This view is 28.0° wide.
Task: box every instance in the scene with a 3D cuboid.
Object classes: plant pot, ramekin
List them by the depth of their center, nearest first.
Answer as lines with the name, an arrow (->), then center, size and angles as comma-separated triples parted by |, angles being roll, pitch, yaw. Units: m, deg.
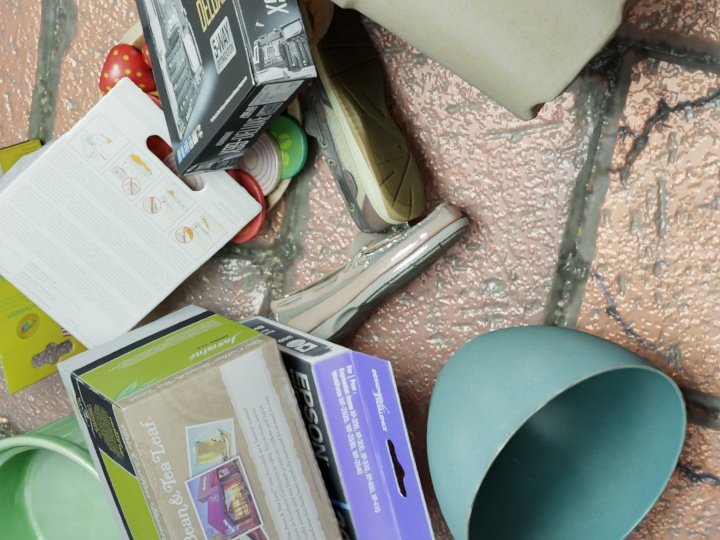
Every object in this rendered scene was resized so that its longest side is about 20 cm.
plant pot -> 0.088, -0.209, 0.969 | 0.183, 0.201, 0.201 | 40, 116, -4
plant pot -> 0.127, 0.120, 1.097 | 0.135, 0.199, 0.201 | 45, 122, 45
ramekin -> -0.264, 0.231, 1.322 | 0.198, 0.098, 0.202 | 6, 106, 21

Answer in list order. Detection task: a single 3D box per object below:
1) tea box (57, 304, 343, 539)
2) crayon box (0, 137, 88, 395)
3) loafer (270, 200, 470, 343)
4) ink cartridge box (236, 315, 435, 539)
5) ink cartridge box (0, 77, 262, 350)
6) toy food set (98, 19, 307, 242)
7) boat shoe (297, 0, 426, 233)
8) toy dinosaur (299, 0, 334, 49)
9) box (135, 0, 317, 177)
tea box -> -0.128, 0.153, 1.151 | 0.196, 0.133, 0.202 | 17, 128, 63
crayon box -> -0.309, -0.003, 1.260 | 0.050, 0.127, 0.202 | -11, 99, 35
loafer -> 0.000, 0.000, 1.170 | 0.200, 0.072, 0.063 | -41, 79, 29
ink cartridge box -> -0.023, 0.146, 1.158 | 0.199, 0.043, 0.200 | 14, 124, 55
ink cartridge box -> -0.205, -0.047, 1.187 | 0.200, 0.050, 0.162 | -41, 113, 13
toy food set -> -0.135, -0.121, 1.202 | 0.198, 0.049, 0.200 | -1, 104, 22
boat shoe -> -0.015, -0.124, 1.133 | 0.065, 0.073, 0.202 | -27, 78, 39
toy dinosaur -> -0.034, -0.224, 1.102 | 0.106, 0.061, 0.201 | -26, 50, -1
box -> -0.104, -0.176, 1.053 | 0.200, 0.049, 0.159 | -33, 70, 64
